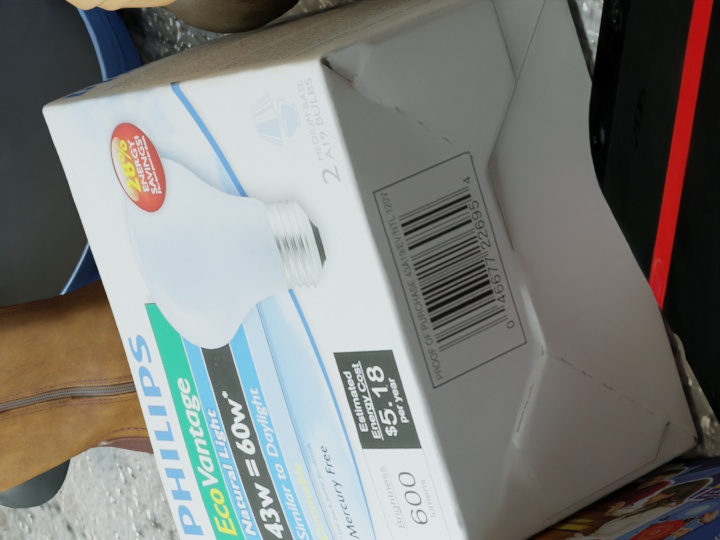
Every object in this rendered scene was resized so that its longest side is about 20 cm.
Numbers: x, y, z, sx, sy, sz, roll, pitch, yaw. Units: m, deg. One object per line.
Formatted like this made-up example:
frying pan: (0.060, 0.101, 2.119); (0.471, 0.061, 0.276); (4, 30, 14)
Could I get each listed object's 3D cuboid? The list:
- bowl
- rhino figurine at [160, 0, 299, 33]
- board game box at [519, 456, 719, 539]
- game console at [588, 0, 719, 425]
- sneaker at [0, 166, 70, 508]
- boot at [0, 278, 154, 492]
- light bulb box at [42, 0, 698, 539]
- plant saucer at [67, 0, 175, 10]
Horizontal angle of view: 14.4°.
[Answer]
bowl: (-0.178, -0.055, 1.334); (0.200, 0.039, 0.201); (-2, 86, 37)
rhino figurine: (-0.081, -0.143, 1.169); (0.200, 0.087, 0.060); (24, 131, 48)
board game box: (0.079, 0.108, 1.055); (0.200, 0.135, 0.035); (-12, 98, 57)
game console: (0.119, -0.070, 0.925); (0.177, 0.031, 0.201); (-112, 21, -51)
sneaker: (-0.153, 0.037, 1.390); (0.088, 0.074, 0.201); (26, 125, 40)
boot: (-0.117, 0.080, 1.252); (0.068, 0.200, 0.189); (40, 138, 34)
light bulb box: (0.000, 0.000, 1.112); (0.200, 0.125, 0.199); (-6, 104, 54)
plant saucer: (-0.033, -0.166, 1.021); (0.037, 0.200, 0.200); (40, 149, -14)
